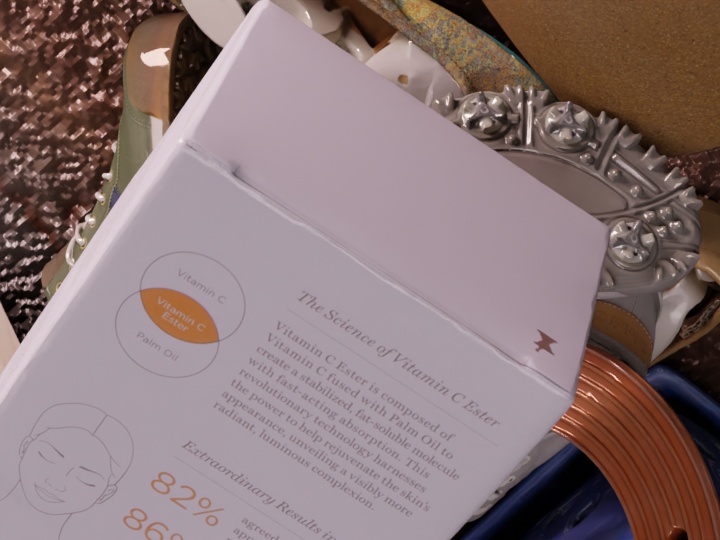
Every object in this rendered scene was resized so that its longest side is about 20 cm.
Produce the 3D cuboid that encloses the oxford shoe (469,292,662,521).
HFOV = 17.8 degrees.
[{"bbox_3d":[0.045,0.065,0.931,0.075,0.058,0.200,34,122,-20],"label":"oxford shoe"}]

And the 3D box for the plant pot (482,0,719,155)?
[{"bbox_3d":[0.103,-0.149,0.849,0.186,0.186,0.200,-13,129,11],"label":"plant pot"}]

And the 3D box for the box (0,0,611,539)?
[{"bbox_3d":[-0.033,0.037,0.799,0.152,0.106,0.200,34,123,-8],"label":"box"}]

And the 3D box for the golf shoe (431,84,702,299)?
[{"bbox_3d":[0.030,-0.021,0.878,0.200,0.078,0.097,11,154,8],"label":"golf shoe"}]

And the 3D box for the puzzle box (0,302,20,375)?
[{"bbox_3d":[-0.143,0.111,0.997,0.025,0.133,0.200,-16,114,-13],"label":"puzzle box"}]

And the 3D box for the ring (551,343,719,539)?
[{"bbox_3d":[0.054,0.122,0.861,0.019,0.200,0.200,14,124,-49],"label":"ring"}]

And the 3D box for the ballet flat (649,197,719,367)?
[{"bbox_3d":[0.077,0.038,0.978,0.200,0.063,0.069,-37,111,19],"label":"ballet flat"}]

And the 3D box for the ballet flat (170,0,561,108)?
[{"bbox_3d":[-0.009,-0.088,0.907,0.200,0.071,0.071,38,113,5],"label":"ballet flat"}]

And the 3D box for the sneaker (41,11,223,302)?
[{"bbox_3d":[-0.099,-0.008,0.974,0.090,0.067,0.200,0,104,24],"label":"sneaker"}]

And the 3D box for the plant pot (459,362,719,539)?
[{"bbox_3d":[0.133,0.170,0.968,0.200,0.180,0.200,39,111,-11],"label":"plant pot"}]
